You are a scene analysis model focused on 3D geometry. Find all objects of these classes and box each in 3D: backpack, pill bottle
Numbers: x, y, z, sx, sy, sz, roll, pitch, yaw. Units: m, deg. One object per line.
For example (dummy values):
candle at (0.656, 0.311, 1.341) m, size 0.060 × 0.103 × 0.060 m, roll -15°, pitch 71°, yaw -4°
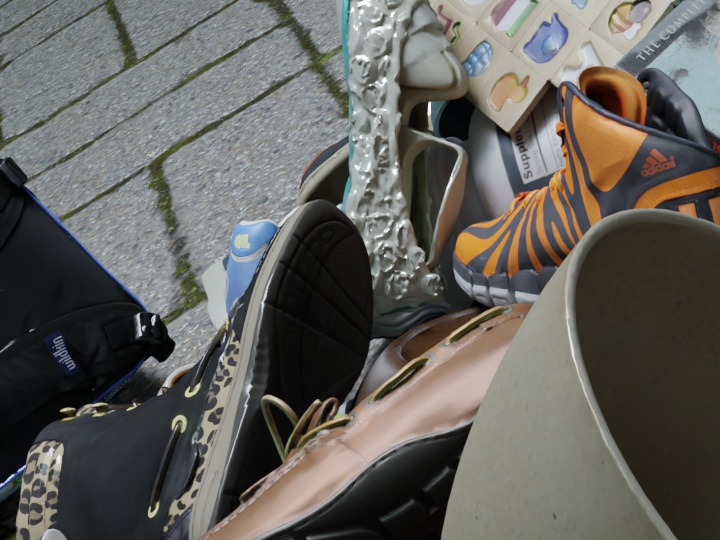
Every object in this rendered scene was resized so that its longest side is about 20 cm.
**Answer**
backpack at (-0.255, 0.059, 1.144) m, size 0.200 × 0.183 × 0.147 m, roll -46°, pitch 4°, yaw -22°
pill bottle at (0.125, -0.055, 0.965) m, size 0.199 × 0.120 × 0.120 m, roll -22°, pitch 25°, yaw 23°

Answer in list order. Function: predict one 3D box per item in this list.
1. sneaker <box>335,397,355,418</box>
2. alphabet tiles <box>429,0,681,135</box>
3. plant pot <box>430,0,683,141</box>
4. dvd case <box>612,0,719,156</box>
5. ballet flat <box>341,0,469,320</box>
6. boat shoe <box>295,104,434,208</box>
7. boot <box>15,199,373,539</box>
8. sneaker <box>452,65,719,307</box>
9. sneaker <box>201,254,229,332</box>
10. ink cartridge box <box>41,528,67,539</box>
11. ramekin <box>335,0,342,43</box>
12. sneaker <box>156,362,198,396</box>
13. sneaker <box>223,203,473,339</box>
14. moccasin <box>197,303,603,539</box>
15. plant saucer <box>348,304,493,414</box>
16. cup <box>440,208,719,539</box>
sneaker at (0.044, 0.081, 0.857) m, size 0.083 × 0.072 × 0.199 m, roll -41°, pitch 25°, yaw -24°
alphabet tiles at (0.093, -0.169, 0.946) m, size 0.167 × 0.006 × 0.200 m, roll -52°, pitch 47°, yaw 8°
plant pot at (0.122, -0.167, 1.045) m, size 0.198 × 0.135 × 0.200 m, roll -13°, pitch -17°, yaw -4°
dvd case at (0.239, -0.080, 0.848) m, size 0.200 × 0.022 × 0.146 m, roll 38°, pitch 66°, yaw 25°
ballet flat at (0.026, -0.074, 0.931) m, size 0.071 × 0.202 × 0.072 m, roll 3°, pitch -4°, yaw 0°
boat shoe at (0.043, -0.084, 1.176) m, size 0.199 × 0.072 × 0.063 m, roll -25°, pitch 12°, yaw 26°
boot at (-0.078, 0.064, 0.849) m, size 0.150 × 0.073 × 0.202 m, roll -15°, pitch 49°, yaw 39°
sneaker at (0.107, -0.039, 0.837) m, size 0.077 × 0.113 × 0.199 m, roll -15°, pitch 11°, yaw -30°
sneaker at (-0.042, 0.018, 1.080) m, size 0.084 × 0.075 × 0.200 m, roll -36°, pitch 23°, yaw 1°
ink cartridge box at (-0.045, 0.185, 0.597) m, size 0.067 × 0.201 × 0.116 m, roll -20°, pitch 26°, yaw 24°
ramekin at (0.075, -0.190, 1.201) m, size 0.199 × 0.201 × 0.098 m, roll -22°, pitch 32°, yaw 20°
sneaker at (-0.101, 0.089, 1.004) m, size 0.199 × 0.085 × 0.073 m, roll -16°, pitch 30°, yaw 35°
sneaker at (0.000, 0.000, 0.994) m, size 0.075 × 0.078 × 0.199 m, roll -1°, pitch 8°, yaw 35°
moccasin at (-0.001, 0.082, 0.720) m, size 0.201 × 0.074 × 0.078 m, roll -40°, pitch 37°, yaw 2°
plant saucer at (0.090, 0.040, 0.830) m, size 0.198 × 0.032 × 0.200 m, roll -9°, pitch 11°, yaw 2°
cup at (0.107, 0.101, 0.632) m, size 0.143 × 0.200 × 0.201 m, roll -47°, pitch 12°, yaw 35°
